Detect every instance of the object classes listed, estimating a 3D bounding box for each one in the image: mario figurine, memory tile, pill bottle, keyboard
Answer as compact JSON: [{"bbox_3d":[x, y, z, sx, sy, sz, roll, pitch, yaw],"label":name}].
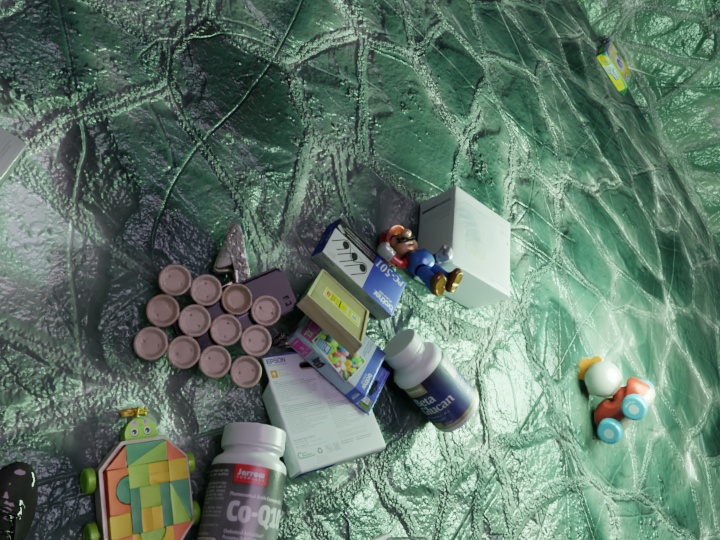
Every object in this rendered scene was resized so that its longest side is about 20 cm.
[{"bbox_3d":[0.114,-0.036,1.291,0.106,0.200,0.123,-53,144,1],"label":"mario figurine"},{"bbox_3d":[-0.231,0.085,0.975,0.198,0.017,0.155,20,74,-14],"label":"memory tile"},{"bbox_3d":[-0.169,0.331,0.920,0.113,0.113,0.202,25,57,-33],"label":"pill bottle"},{"bbox_3d":[0.135,0.214,1.251,0.200,0.111,0.111,49,47,-16],"label":"pill bottle"},{"bbox_3d":[-0.188,0.087,1.008,0.198,0.021,0.128,-25,88,-21],"label":"keyboard"}]

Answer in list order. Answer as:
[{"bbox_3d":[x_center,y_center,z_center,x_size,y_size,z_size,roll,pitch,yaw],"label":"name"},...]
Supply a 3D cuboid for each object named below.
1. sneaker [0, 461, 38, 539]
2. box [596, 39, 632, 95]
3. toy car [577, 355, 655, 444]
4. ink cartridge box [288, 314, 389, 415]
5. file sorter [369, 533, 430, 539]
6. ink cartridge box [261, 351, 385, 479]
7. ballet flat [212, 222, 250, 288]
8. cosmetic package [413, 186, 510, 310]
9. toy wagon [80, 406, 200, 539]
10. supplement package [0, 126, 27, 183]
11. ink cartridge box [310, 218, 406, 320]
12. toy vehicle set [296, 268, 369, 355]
[{"bbox_3d":[-0.417,0.317,0.715,0.075,0.090,0.202,28,54,-29],"label":"sneaker"},{"bbox_3d":[1.031,-0.815,2.553,0.200,0.048,0.118,49,48,-19],"label":"box"},{"bbox_3d":[0.653,0.321,1.687,0.200,0.178,0.184,44,27,20],"label":"toy car"},{"bbox_3d":[-0.029,0.151,1.141,0.200,0.042,0.120,45,38,-8],"label":"ink cartridge box"},{"bbox_3d":[0.025,0.521,1.013,0.198,0.124,0.140,-1,73,-42],"label":"file sorter"},{"bbox_3d":[-0.069,0.236,1.093,0.195,0.043,0.202,-1,58,-43],"label":"ink cartridge box"},{"bbox_3d":[-0.209,0.015,1.050,0.071,0.071,0.203,-4,77,-43],"label":"ballet flat"},{"bbox_3d":[0.237,-0.047,1.448,0.198,0.122,0.202,27,58,-32],"label":"cosmetic package"},{"bbox_3d":[-0.300,0.287,0.870,0.154,0.039,0.203,3,71,-42],"label":"toy wagon"},{"bbox_3d":[-0.543,-0.152,0.773,0.199,0.117,0.118,37,52,-26],"label":"supplement package"},{"bbox_3d":[0.000,0.000,1.263,0.200,0.044,0.095,43,51,-21],"label":"ink cartridge box"},{"bbox_3d":[-0.042,0.067,1.114,0.124,0.027,0.200,43,12,-5],"label":"toy vehicle set"}]
